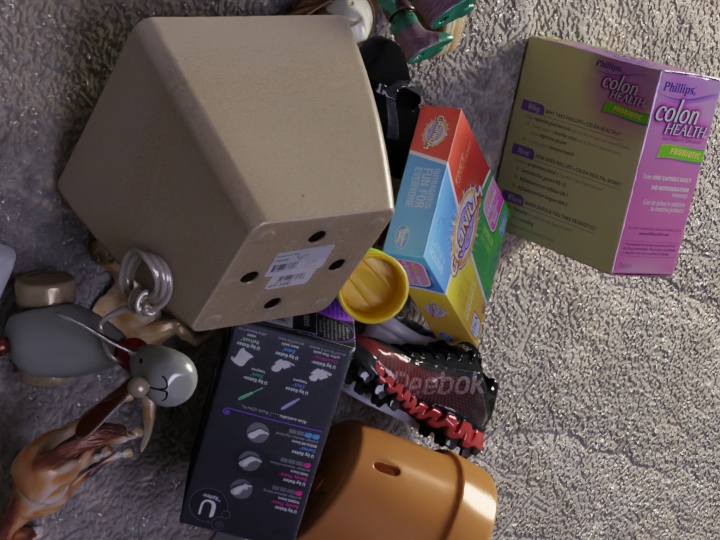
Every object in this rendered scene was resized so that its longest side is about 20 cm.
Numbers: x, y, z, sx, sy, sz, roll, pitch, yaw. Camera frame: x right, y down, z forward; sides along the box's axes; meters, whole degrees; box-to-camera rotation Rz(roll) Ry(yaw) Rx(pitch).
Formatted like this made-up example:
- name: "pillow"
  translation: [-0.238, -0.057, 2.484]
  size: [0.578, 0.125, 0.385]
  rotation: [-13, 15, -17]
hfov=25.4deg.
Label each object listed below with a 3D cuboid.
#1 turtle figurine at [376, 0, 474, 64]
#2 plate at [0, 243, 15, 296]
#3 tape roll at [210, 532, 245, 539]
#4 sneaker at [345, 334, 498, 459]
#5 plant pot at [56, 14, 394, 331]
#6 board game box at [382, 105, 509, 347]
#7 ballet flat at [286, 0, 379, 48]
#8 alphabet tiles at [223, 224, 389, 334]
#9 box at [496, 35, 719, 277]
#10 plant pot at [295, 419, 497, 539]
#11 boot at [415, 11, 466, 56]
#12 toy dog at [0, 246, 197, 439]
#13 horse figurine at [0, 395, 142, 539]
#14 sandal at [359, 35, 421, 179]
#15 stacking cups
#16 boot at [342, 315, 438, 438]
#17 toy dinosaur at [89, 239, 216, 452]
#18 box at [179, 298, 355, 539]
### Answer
- name: "turtle figurine"
  translation: [0.014, -0.279, 1.350]
  size: [0.101, 0.200, 0.150]
  rotation: [-31, 171, -7]
- name: "plate"
  translation: [-0.373, 0.055, 1.217]
  size: [0.200, 0.032, 0.200]
  rotation: [19, 95, -43]
- name: "tape roll"
  translation: [-0.087, 0.322, 1.566]
  size: [0.203, 0.037, 0.203]
  rotation: [-17, 118, -35]
- name: "sneaker"
  translation: [0.059, 0.097, 1.498]
  size: [0.200, 0.071, 0.098]
  rotation: [35, 83, -37]
- name: "plant pot"
  translation: [-0.090, -0.066, 1.255]
  size: [0.200, 0.177, 0.200]
  rotation: [-8, 148, -38]
- name: "board game box"
  translation: [0.083, -0.037, 1.488]
  size: [0.200, 0.040, 0.153]
  rotation: [55, 46, -59]
- name: "ballet flat"
  translation: [-0.041, -0.197, 1.369]
  size: [0.200, 0.072, 0.068]
  rotation: [-33, 121, -27]
- name: "alphabet tiles"
  translation: [-0.048, -0.015, 1.483]
  size: [0.166, 0.006, 0.200]
  rotation: [27, 89, -43]
- name: "box"
  translation: [0.237, -0.114, 1.570]
  size: [0.097, 0.176, 0.200]
  rotation: [1, 106, -40]
- name: "plant pot"
  translation: [0.010, 0.231, 1.479]
  size: [0.140, 0.200, 0.200]
  rotation: [38, 81, -18]
- name: "boot"
  translation: [0.122, -0.296, 1.469]
  size: [0.155, 0.073, 0.200]
  rotation: [-4, 105, -36]
- name: "toy dog"
  translation: [-0.226, 0.063, 1.242]
  size: [0.096, 0.200, 0.132]
  rotation: [-21, 97, -43]
- name: "horse figurine"
  translation: [-0.243, 0.164, 1.311]
  size: [0.133, 0.050, 0.200]
  rotation: [-30, 168, -27]
- name: "sandal"
  translation: [0.032, -0.145, 1.427]
  size: [0.076, 0.043, 0.200]
  rotation: [-57, 155, -10]
- name: "stacking cups"
  translation: [0.000, 0.000, 1.395]
  size: [0.060, 0.200, 0.061]
  rotation: [-1, 99, -6]
- name: "boot"
  translation: [0.067, 0.106, 1.583]
  size: [0.200, 0.074, 0.096]
  rotation: [29, 91, -44]
- name: "toy dinosaur"
  translation: [-0.181, 0.046, 1.375]
  size: [0.101, 0.058, 0.200]
  rotation: [-18, 111, -18]
- name: "box"
  translation: [-0.082, 0.121, 1.391]
  size: [0.106, 0.122, 0.200]
  rotation: [15, 109, -6]
